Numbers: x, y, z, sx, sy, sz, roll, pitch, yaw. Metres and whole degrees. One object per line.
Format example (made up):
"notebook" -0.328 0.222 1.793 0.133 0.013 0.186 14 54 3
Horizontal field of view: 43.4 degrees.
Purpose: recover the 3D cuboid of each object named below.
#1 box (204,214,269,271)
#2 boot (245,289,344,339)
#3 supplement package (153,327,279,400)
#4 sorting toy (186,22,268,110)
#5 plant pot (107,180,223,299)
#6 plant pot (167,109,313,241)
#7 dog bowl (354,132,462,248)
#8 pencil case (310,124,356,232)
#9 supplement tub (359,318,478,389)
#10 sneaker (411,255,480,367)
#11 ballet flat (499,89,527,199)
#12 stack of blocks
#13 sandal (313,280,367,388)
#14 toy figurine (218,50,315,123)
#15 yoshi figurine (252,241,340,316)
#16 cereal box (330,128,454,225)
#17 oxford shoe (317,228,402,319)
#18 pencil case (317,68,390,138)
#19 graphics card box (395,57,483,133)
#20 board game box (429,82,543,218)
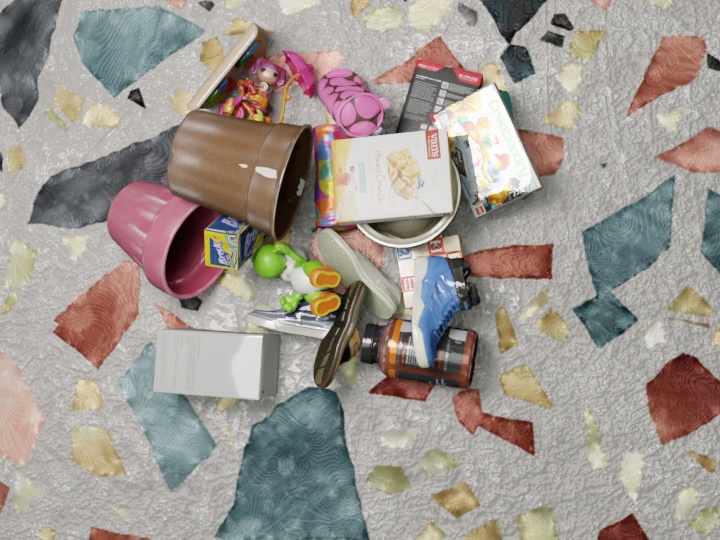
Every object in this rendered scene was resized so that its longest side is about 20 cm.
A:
"box" -0.208 -0.073 1.602 0.064 0.200 0.070 9 116 11
"boot" -0.105 0.074 1.655 0.200 0.073 0.090 11 85 1
"supplement package" -0.259 0.167 1.647 0.200 0.117 0.117 3 87 10
"sorting toy" -0.231 -0.359 1.625 0.036 0.200 0.185 39 99 -10
"plant pot" -0.352 -0.074 1.646 0.179 0.200 0.200 27 92 24
"plant pot" -0.202 -0.173 1.508 0.198 0.200 0.201 17 91 6
"dog bowl" 0.079 -0.131 1.566 0.200 0.074 0.200 -2 82 12
"pencil case" -0.048 -0.165 1.644 0.088 0.088 0.200 -2 86 9
"supplement tub" 0.102 0.142 1.593 0.200 0.107 0.107 9 89 9
"sneaker" 0.146 0.066 1.525 0.111 0.077 0.200 -1 61 10
"ballet flat" 0.250 -0.219 1.609 0.073 0.073 0.200 -13 92 9
"stack of blocks" 0.123 -0.038 1.621 0.115 0.059 0.200 -10 86 9
"sandal" -0.025 0.116 1.590 0.055 0.082 0.200 24 83 -23
"toy figurine" -0.165 -0.316 1.646 0.200 0.150 0.184 20 79 -6
"yoshi figurine" -0.124 0.006 1.601 0.112 0.112 0.200 -50 41 -5
"cereal box" 0.053 -0.156 1.516 0.200 0.040 0.144 -6 82 11
"oxford shoe" 0.000 0.000 1.628 0.200 0.075 0.058 47 54 -4
"pencil case" -0.015 -0.298 1.589 0.094 0.200 0.091 -36 121 4
"graphics card box" 0.135 -0.269 1.633 0.125 0.051 0.200 16 89 9
"board game box" 0.217 -0.206 1.564 0.126 0.035 0.200 -26 85 19
